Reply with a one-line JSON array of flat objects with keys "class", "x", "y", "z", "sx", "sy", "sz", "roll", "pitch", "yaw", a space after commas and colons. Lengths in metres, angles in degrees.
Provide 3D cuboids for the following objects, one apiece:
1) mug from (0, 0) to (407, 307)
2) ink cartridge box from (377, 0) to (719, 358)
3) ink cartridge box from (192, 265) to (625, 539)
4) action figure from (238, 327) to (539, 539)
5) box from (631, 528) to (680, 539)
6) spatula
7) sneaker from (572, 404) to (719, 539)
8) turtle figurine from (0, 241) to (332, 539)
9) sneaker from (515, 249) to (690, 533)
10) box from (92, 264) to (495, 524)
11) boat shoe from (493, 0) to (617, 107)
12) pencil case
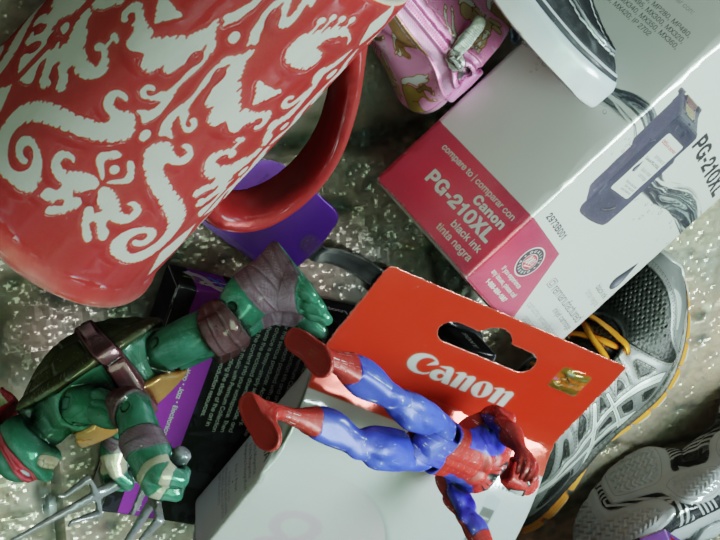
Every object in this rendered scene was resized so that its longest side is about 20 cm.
[{"class": "mug", "x": -0.075, "y": -0.099, "z": 0.715, "sx": 0.200, "sy": 0.177, "sz": 0.134, "roll": -42, "pitch": 79, "yaw": 26}, {"class": "ink cartridge box", "x": 0.127, "y": -0.065, "z": 0.829, "sx": 0.200, "sy": 0.084, "sz": 0.145, "roll": -43, "pitch": 151, "yaw": 3}, {"class": "ink cartridge box", "x": 0.026, "y": 0.105, "z": 0.829, "sx": 0.162, "sy": 0.057, "sz": 0.200, "roll": 22, "pitch": 129, "yaw": -26}, {"class": "action figure", "x": 0.041, "y": 0.097, "z": 0.742, "sx": 0.200, "sy": 0.099, "sz": 0.065, "roll": 23, "pitch": 108, "yaw": -49}, {"class": "box", "x": 0.148, "y": 0.210, "z": 0.933, "sx": 0.136, "sy": 0.039, "sz": 0.200, "roll": -24, "pitch": 155, "yaw": 14}, {"class": "spatula", "x": 0.000, "y": 0.000, "z": 0.875, "sx": 0.200, "sy": 0.021, "sz": 0.057, "roll": 31, "pitch": 115, "yaw": -34}, {"class": "sneaker", "x": 0.238, "y": 0.157, "z": 1.011, "sx": 0.199, "sy": 0.075, "sz": 0.115, "roll": -34, "pitch": 117, "yaw": -11}, {"class": "turtle figurine", "x": -0.108, "y": 0.066, "z": 0.758, "sx": 0.200, "sy": 0.150, "sz": 0.101, "roll": -37, "pitch": 102, "yaw": -7}, {"class": "sneaker", "x": 0.125, "y": 0.072, "z": 0.915, "sx": 0.201, "sy": 0.078, "sz": 0.077, "roll": -58, "pitch": 148, "yaw": 7}, {"class": "box", "x": -0.037, "y": 0.085, "z": 0.879, "sx": 0.199, "sy": 0.036, "sz": 0.144, "roll": 14, "pitch": 109, "yaw": -23}, {"class": "boat shoe", "x": 0.082, "y": -0.176, "z": 0.750, "sx": 0.068, "sy": 0.201, "sz": 0.072, "roll": -33, "pitch": 162, "yaw": 18}, {"class": "pencil case", "x": -0.003, "y": -0.172, "z": 0.764, "sx": 0.200, "sy": 0.086, "sz": 0.083, "roll": 47, "pitch": 60, "yaw": -29}]
